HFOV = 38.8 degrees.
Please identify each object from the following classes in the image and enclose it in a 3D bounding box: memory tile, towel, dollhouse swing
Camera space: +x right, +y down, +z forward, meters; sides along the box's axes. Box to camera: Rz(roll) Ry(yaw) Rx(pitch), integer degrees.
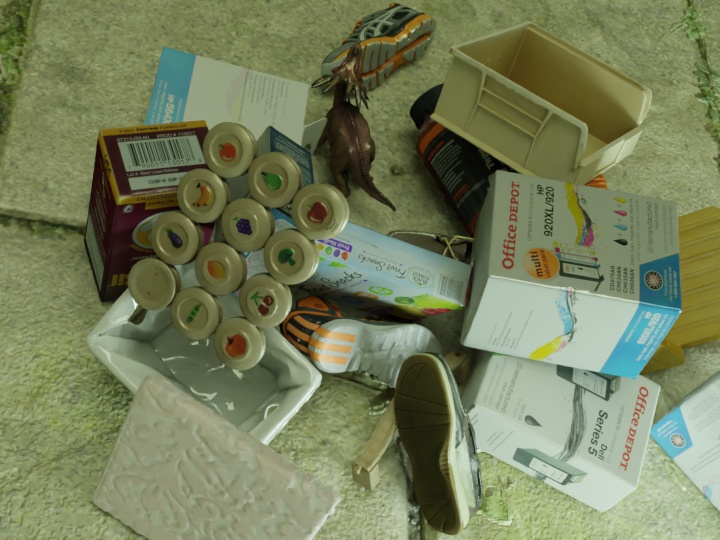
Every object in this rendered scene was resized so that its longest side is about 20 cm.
[{"bbox_3d":[-0.115,-0.021,0.927,0.153,0.200,0.017,35,18,9],"label":"memory tile"},{"bbox_3d":[-0.138,0.205,0.936,0.200,0.191,0.032,32,39,1],"label":"towel"},{"bbox_3d":[0.358,-0.004,1.231,0.182,0.176,0.200,26,47,-44],"label":"dollhouse swing"}]

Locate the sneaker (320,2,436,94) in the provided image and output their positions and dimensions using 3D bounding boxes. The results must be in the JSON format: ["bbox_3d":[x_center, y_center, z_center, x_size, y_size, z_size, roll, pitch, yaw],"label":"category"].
[{"bbox_3d":[0.014,-0.303,1.378,0.077,0.078,0.200,39,51,23],"label":"sneaker"}]

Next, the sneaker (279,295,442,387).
[{"bbox_3d":[-0.003,0.070,1.132,0.200,0.078,0.112,19,7,-42],"label":"sneaker"}]

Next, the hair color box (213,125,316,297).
[{"bbox_3d":[-0.096,-0.058,1.031,0.060,0.100,0.200,32,22,-20],"label":"hair color box"}]

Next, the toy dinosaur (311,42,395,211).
[{"bbox_3d":[-0.013,-0.166,1.239,0.086,0.136,0.200,-13,65,-26],"label":"toy dinosaur"}]

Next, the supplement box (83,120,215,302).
[{"bbox_3d":[-0.217,-0.057,1.060,0.110,0.200,0.086,-9,62,-24],"label":"supplement box"}]

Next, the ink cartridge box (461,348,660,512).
[{"bbox_3d":[0.222,0.156,1.153,0.200,0.084,0.146,27,54,-1],"label":"ink cartridge box"}]

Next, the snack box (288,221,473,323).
[{"bbox_3d":[0.000,0.000,1.111,0.200,0.142,0.053,20,71,-23],"label":"snack box"}]

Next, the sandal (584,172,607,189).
[{"bbox_3d":[0.257,-0.092,1.229,0.079,0.059,0.207,4,25,15],"label":"sandal"}]

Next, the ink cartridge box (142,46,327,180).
[{"bbox_3d":[-0.149,-0.149,1.185,0.200,0.129,0.125,13,56,-11],"label":"ink cartridge box"}]

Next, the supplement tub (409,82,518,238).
[{"bbox_3d":[0.139,-0.140,1.294,0.107,0.107,0.200,-19,68,-28],"label":"supplement tub"}]

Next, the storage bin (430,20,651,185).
[{"bbox_3d":[0.221,-0.197,1.218,0.198,0.094,0.200,35,36,20],"label":"storage bin"}]

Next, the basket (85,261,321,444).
[{"bbox_3d":[-0.147,0.093,1.019,0.200,0.123,0.136,42,84,10],"label":"basket"}]

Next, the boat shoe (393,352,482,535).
[{"bbox_3d":[0.085,0.174,1.067,0.065,0.073,0.200,-26,115,-48],"label":"boat shoe"}]

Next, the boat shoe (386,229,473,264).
[{"bbox_3d":[0.119,-0.011,1.236,0.200,0.060,0.072,19,56,-7],"label":"boat shoe"}]

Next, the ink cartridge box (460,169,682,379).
[{"bbox_3d":[0.221,0.005,1.100,0.199,0.145,0.147,10,56,0],"label":"ink cartridge box"}]

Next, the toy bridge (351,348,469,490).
[{"bbox_3d":[0.055,0.151,1.108,0.027,0.067,0.200,24,50,29],"label":"toy bridge"}]

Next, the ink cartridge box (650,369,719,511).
[{"bbox_3d":[0.453,0.212,1.163,0.085,0.145,0.200,-30,73,-33],"label":"ink cartridge box"}]
